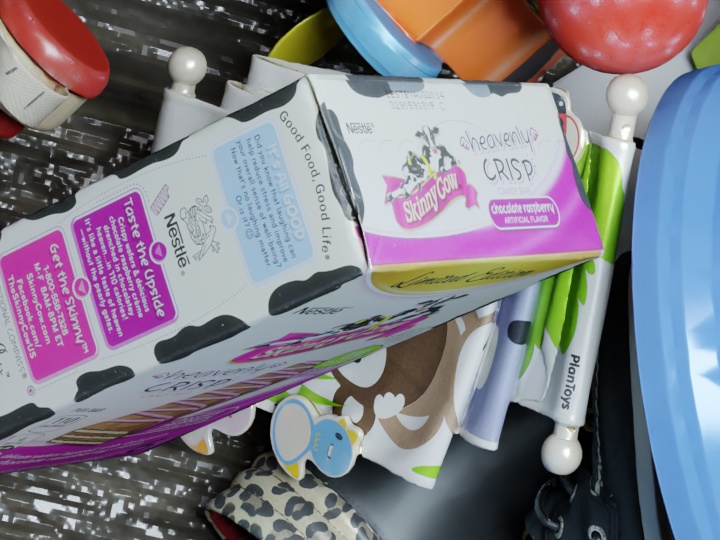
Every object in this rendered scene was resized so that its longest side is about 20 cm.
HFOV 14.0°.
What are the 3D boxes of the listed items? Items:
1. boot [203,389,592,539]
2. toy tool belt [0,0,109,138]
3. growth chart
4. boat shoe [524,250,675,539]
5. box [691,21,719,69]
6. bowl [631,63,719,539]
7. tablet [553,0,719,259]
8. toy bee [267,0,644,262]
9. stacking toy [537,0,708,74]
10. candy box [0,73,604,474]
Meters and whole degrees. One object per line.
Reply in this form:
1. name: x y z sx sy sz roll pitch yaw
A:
1. boot: 0.059 0.094 1.026 0.204 0.073 0.154 44 71 -3
2. toy tool belt: -0.189 -0.096 0.958 0.123 0.125 0.200 -42 93 15
3. growth chart: 0.000 0.000 0.958 0.018 0.199 0.146 -2 99 -56
4. boat shoe: 0.087 0.090 0.965 0.074 0.066 0.201 -36 119 -57
5. box: 0.214 -0.096 1.057 0.199 0.122 0.048 -10 69 -29
6. bowl: 0.142 0.030 0.951 0.200 0.039 0.202 33 53 -58
7. tablet: 0.129 -0.030 1.062 0.200 0.014 0.130 -32 79 -41
8. toy bee: 0.028 -0.092 1.003 0.130 0.109 0.201 -19 98 12
9. stacking toy: 0.078 -0.160 0.933 0.085 0.085 0.201 2 71 -20
10. candy box: -0.045 0.005 0.896 0.136 0.199 0.061 -4 72 -56
